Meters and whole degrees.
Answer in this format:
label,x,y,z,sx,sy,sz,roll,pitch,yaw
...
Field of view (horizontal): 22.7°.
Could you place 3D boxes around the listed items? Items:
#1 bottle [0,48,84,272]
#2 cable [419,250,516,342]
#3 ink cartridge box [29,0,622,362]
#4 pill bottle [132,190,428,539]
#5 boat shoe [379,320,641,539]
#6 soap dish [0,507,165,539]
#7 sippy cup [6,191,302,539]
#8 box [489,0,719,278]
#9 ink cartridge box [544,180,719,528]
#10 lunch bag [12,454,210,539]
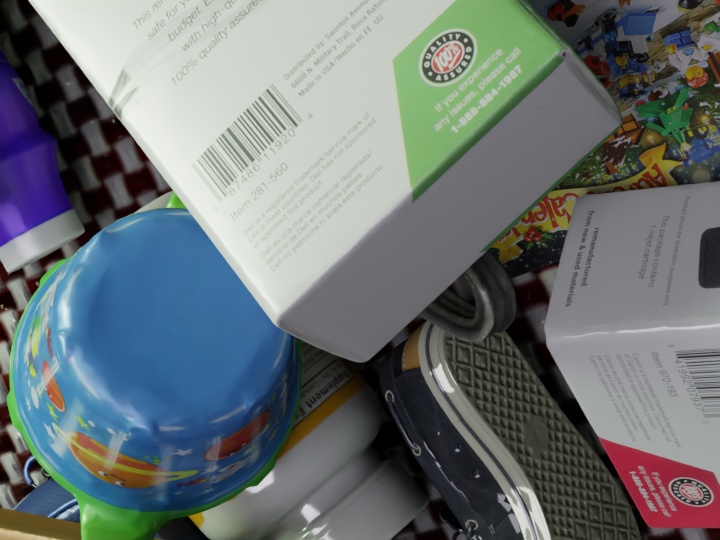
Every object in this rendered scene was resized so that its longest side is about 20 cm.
label,x,y,z,sx,sy,sz,roll,pitch,yaw
bottle,-0.213,-0.096,0.939,0.065,0.084,0.200,-29,92,-5
cable,0.000,0.000,0.837,0.200,0.050,0.097,41,140,51
ink cartridge box,-0.020,-0.089,0.704,0.146,0.084,0.200,-43,63,9
pill bottle,-0.061,0.066,0.900,0.200,0.113,0.113,49,122,5
boat shoe,0.076,0.109,0.866,0.062,0.075,0.200,-24,103,45
soap dish,-0.132,0.194,0.850,0.200,0.081,0.158,10,106,8
sippy cup,-0.084,0.034,0.777,0.130,0.140,0.178,126,123,-72
box,0.112,-0.087,0.756,0.200,0.038,0.137,-22,116,22
ink cartridge box,0.197,0.035,0.739,0.200,0.083,0.145,-5,137,28
lunch bag,-0.116,0.179,0.955,0.136,0.132,0.200,-34,96,16
